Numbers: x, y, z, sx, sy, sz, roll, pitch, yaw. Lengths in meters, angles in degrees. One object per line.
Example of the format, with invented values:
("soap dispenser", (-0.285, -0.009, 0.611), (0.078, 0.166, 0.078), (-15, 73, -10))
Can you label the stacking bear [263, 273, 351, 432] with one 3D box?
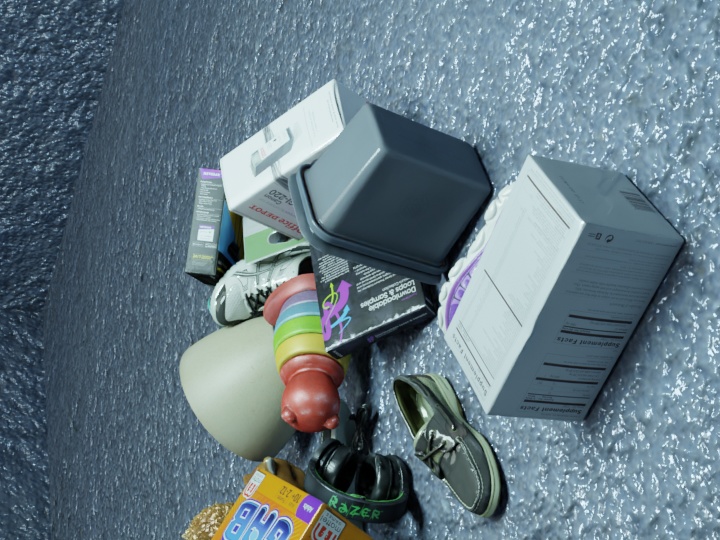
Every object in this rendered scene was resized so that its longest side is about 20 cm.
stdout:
("stacking bear", (-0.062, 0.115, 1.361), (0.114, 0.119, 0.203), (118, 158, -45))

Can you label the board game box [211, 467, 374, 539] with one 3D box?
("board game box", (-0.062, 0.371, 1.166), (0.201, 0.199, 0.199), (-56, 21, -14))

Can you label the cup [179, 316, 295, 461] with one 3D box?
("cup", (-0.138, 0.146, 1.515), (0.143, 0.199, 0.202), (-41, 42, 21))

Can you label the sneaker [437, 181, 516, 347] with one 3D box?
("sneaker", (0.141, 0.008, 1.052), (0.084, 0.079, 0.203), (56, 133, 47))

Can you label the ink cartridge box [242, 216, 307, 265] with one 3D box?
("ink cartridge box", (-0.101, -0.100, 1.525), (0.143, 0.048, 0.203), (-19, 54, 14))

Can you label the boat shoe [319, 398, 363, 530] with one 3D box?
("boat shoe", (-0.039, 0.267, 1.355), (0.059, 0.075, 0.204), (-11, 67, 24))

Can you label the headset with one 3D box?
("headset", (-0.001, 0.229, 1.259), (0.200, 0.121, 0.096), (-91, 16, -80))

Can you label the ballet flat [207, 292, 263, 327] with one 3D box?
("ballet flat", (-0.172, 0.060, 1.631), (0.200, 0.071, 0.074), (43, -134, -72))

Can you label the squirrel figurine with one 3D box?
("squirrel figurine", (-0.130, 0.345, 1.402), (0.142, 0.196, 0.190), (135, 127, -59))

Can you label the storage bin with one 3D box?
("storage bin", (0.040, -0.097, 1.180), (0.135, 0.197, 0.147), (-50, 39, 32))

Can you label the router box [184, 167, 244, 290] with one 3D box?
("router box", (-0.207, -0.054, 1.578), (0.200, 0.050, 0.152), (63, -147, -81))

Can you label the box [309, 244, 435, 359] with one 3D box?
("box", (0.008, -0.007, 1.307), (0.141, 0.036, 0.203), (-25, 53, 21))

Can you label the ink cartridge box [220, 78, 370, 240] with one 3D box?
("ink cartridge box", (-0.059, -0.134, 1.352), (0.198, 0.145, 0.086), (-29, 59, 28))

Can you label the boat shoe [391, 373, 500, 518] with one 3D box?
("boat shoe", (0.085, 0.184, 1.136), (0.073, 0.065, 0.202), (-68, 29, 28))

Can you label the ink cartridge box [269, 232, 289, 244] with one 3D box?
("ink cartridge box", (-0.133, -0.037, 1.659), (0.199, 0.066, 0.118), (-177, 94, -65))

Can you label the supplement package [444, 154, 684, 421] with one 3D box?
("supplement package", (0.172, 0.019, 0.940), (0.202, 0.108, 0.114), (-68, 29, 29))

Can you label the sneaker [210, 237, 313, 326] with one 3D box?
("sneaker", (-0.119, 0.017, 1.496), (0.087, 0.199, 0.076), (38, 158, 49))
